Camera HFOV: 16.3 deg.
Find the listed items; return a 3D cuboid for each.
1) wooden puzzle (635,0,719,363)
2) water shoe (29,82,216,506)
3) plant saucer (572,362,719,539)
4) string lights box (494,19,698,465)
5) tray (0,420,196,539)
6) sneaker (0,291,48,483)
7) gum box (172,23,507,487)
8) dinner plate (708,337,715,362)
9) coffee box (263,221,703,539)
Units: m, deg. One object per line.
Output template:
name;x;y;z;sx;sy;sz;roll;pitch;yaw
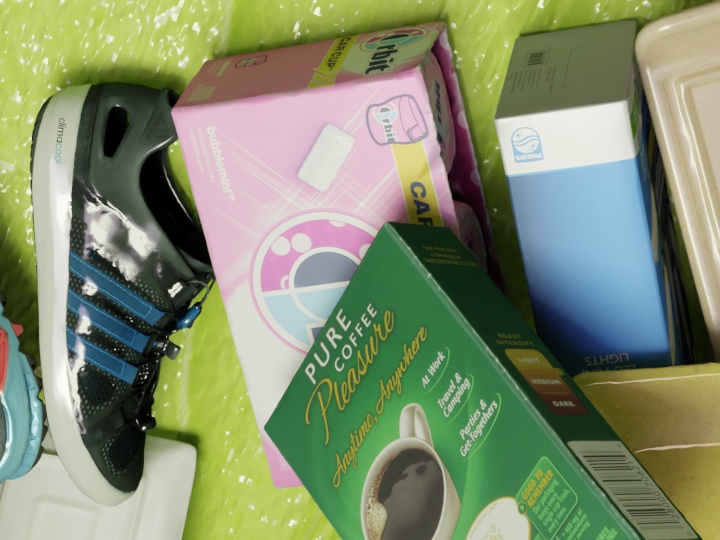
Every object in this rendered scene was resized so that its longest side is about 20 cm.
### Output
wooden puzzle;0.227;-0.037;1.073;0.184;0.037;0.201;-16;106;3
water shoe;-0.104;0.014;1.152;0.079;0.072;0.201;-2;106;10
plant saucer;0.189;0.137;1.033;0.199;0.048;0.201;-5;76;3
string lights box;0.108;0.003;1.100;0.059;0.103;0.201;-8;114;13
tray;-0.150;0.171;1.208;0.107;0.022;0.201;10;81;15
sneaker;-0.217;0.011;1.143;0.079;0.095;0.201;-33;81;45
gum box;0.000;0.000;1.131;0.113;0.066;0.201;-8;113;15
dinner plate;0.257;0.037;1.133;0.199;0.024;0.201;5;117;9
coffee box;0.047;0.087;1.025;0.200;0.044;0.123;51;125;35
